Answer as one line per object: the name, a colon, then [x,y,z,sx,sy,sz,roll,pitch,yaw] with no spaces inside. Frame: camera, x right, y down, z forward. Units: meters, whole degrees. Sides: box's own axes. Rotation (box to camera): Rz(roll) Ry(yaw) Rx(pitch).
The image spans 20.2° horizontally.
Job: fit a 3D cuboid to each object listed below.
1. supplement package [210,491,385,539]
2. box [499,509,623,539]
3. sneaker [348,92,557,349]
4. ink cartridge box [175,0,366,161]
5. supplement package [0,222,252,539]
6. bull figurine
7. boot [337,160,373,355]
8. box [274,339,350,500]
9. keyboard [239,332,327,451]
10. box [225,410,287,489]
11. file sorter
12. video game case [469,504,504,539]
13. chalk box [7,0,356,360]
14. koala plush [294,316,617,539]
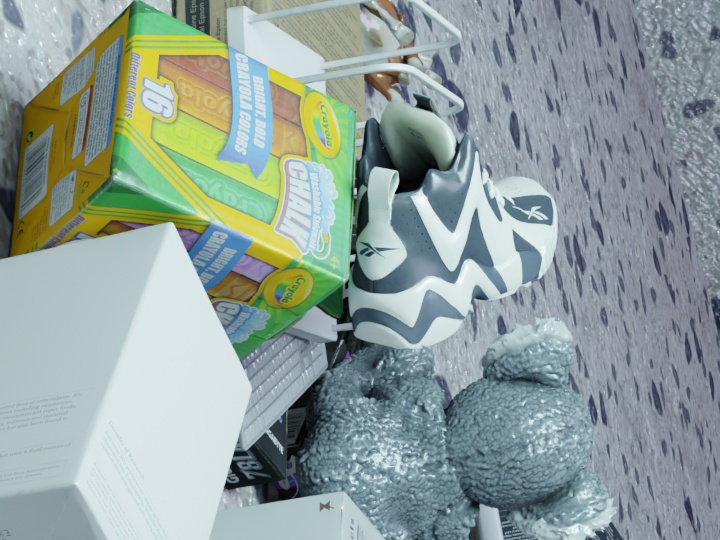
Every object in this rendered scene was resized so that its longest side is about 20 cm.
supplement package: [-0.025,0.238,1.294,0.200,0.109,0.115,55,29,-51]
box: [0.196,0.328,1.917,0.200,0.103,0.183,54,29,-51]
sneaker: [0.056,-0.050,1.187,0.199,0.079,0.131,-30,125,-45]
ink cartridge box: [-0.064,-0.177,1.482,0.200,0.074,0.166,43,39,-60]
supplement package: [-0.144,0.090,1.008,0.201,0.120,0.120,-76,149,-51]
bull figurine: [0.013,-0.195,1.714,0.122,0.065,0.200,51,7,38]
boot: [0.002,0.001,1.515,0.211,0.079,0.159,-20,138,-56]
box: [-0.011,0.174,1.498,0.143,0.036,0.201,-66,140,-59]
keyboard: [-0.052,0.063,1.330,0.200,0.011,0.057,-42,120,-71]
box: [-0.099,0.009,1.305,0.200,0.049,0.200,57,26,-52]
file sorter: [-0.002,-0.065,1.318,0.139,0.123,0.202,22,64,-67]
video game case: [0.079,0.267,1.569,0.182,0.023,0.202,163,-83,-70]
chalk box: [-0.081,-0.037,1.139,0.199,0.124,0.126,23,51,-30]
koala plush: [0.072,0.128,1.402,0.184,0.198,0.179,-3,83,-70]
